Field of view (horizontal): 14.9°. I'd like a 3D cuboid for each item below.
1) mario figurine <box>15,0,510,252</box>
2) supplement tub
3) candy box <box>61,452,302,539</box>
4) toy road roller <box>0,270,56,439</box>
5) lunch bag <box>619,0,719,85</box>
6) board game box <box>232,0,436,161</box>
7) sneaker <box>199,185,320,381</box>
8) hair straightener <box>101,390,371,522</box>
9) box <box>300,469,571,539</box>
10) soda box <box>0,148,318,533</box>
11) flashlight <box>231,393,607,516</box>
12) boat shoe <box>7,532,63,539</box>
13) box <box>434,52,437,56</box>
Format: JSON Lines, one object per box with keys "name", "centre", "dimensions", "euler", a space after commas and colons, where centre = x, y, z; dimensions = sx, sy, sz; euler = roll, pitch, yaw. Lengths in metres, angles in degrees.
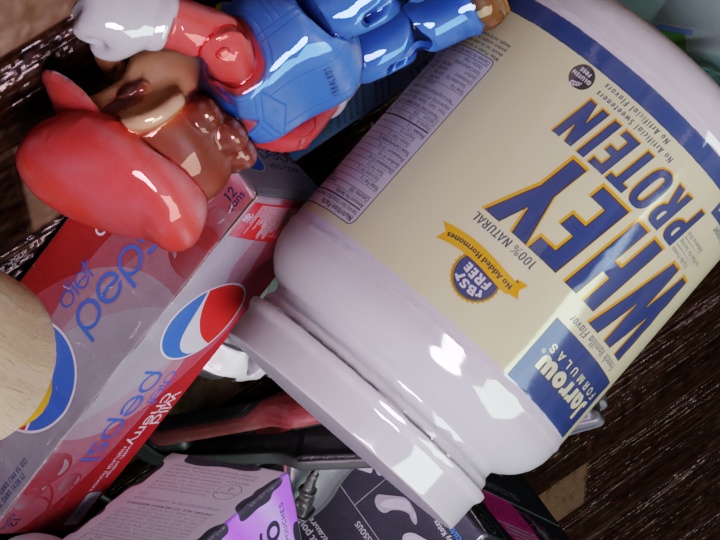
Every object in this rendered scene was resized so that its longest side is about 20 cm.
{"name": "mario figurine", "centre": [-0.050, -0.092, 1.078], "dimensions": [0.200, 0.106, 0.124], "euler": [-31, 115, -4]}
{"name": "supplement tub", "centre": [0.056, -0.009, 1.129], "dimensions": [0.200, 0.145, 0.145], "euler": [-49, 156, -5]}
{"name": "candy box", "centre": [-0.097, 0.200, 1.169], "dimensions": [0.200, 0.071, 0.168], "euler": [-38, 125, -48]}
{"name": "toy road roller", "centre": [-0.205, 0.086, 1.027], "dimensions": [0.200, 0.146, 0.123], "euler": [-26, 157, 11]}
{"name": "lunch bag", "centre": [0.168, -0.112, 1.285], "dimensions": [0.170, 0.122, 0.200], "euler": [-50, 165, -22]}
{"name": "board game box", "centre": [-0.007, -0.125, 1.151], "dimensions": [0.103, 0.019, 0.200], "euler": [-35, 154, -16]}
{"name": "sneaker", "centre": [0.000, 0.000, 1.306], "dimensions": [0.200, 0.067, 0.091], "euler": [-8, 142, -46]}
{"name": "hair straightener", "centre": [-0.045, 0.098, 1.327], "dimensions": [0.200, 0.041, 0.077], "euler": [-12, 117, 5]}
{"name": "box", "centre": [0.025, 0.144, 1.500], "dimensions": [0.115, 0.132, 0.200], "euler": [-41, 155, 8]}
{"name": "soda box", "centre": [-0.104, 0.020, 1.186], "dimensions": [0.200, 0.070, 0.063], "euler": [-50, 154, 19]}
{"name": "flashlight", "centre": [0.022, 0.080, 1.372], "dimensions": [0.200, 0.068, 0.068], "euler": [-15, 118, 15]}
{"name": "boat shoe", "centre": [-0.157, 0.215, 1.206], "dimensions": [0.073, 0.065, 0.200], "euler": [9, 107, -24]}
{"name": "box", "centre": [0.044, -0.051, 1.229], "dimensions": [0.039, 0.041, 0.200], "euler": [-28, 137, -68]}
